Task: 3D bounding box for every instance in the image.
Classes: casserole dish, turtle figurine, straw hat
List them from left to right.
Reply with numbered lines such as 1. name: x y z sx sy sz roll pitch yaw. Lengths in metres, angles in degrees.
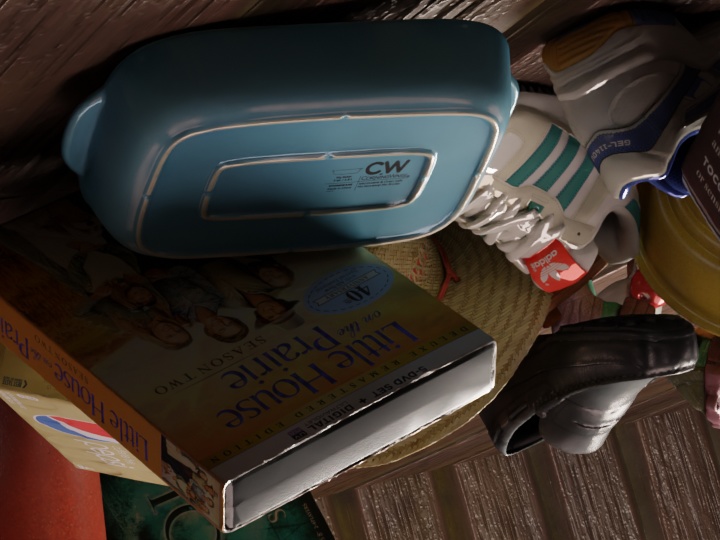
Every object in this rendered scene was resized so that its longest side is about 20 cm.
1. casserole dish: -0.022 -0.049 0.985 0.199 0.039 0.121 -5 146 -23
2. straw hat: 0.000 0.000 1.254 0.200 0.202 0.085 -18 132 10
3. turtle figurine: 0.216 0.040 1.393 0.199 0.101 0.150 11 152 15

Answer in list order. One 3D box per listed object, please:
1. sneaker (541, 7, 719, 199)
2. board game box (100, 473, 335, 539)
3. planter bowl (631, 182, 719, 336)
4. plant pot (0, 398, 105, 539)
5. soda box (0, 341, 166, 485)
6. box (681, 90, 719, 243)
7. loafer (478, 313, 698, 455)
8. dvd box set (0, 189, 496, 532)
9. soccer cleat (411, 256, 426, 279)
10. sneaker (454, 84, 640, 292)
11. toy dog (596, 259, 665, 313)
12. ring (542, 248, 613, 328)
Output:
1. sneaker: 0.162 -0.074 1.156 0.200 0.089 0.075 -8 166 -47
2. board game box: -0.112 0.115 1.408 0.135 0.200 0.028 -22 156 -16
3. planter bowl: 0.238 -0.057 1.258 0.199 0.201 0.084 -15 135 -5
4. plant pot: -0.219 0.140 1.294 0.200 0.196 0.201 -1 177 0
5. soda box: -0.118 0.053 1.154 0.067 0.064 0.200 10 165 7
6. box: 0.266 -0.057 1.003 0.165 0.165 0.200 -11 146 -25
7. loafer: 0.124 0.065 1.318 0.068 0.071 0.200 -6 174 -26
8. dvd box set: -0.062 0.020 1.011 0.146 0.200 0.030 -25 134 -31
9. soccer cleat: 0.009 -0.006 1.395 0.199 0.077 0.067 -26 123 27
10. sneaker: 0.084 -0.037 1.216 0.070 0.094 0.199 -23 169 35
11. toy dog: 0.205 -0.032 1.477 0.200 0.132 0.096 -20 -151 48
12. ring: 0.092 0.001 1.382 0.200 0.019 0.201 -35 -166 10
